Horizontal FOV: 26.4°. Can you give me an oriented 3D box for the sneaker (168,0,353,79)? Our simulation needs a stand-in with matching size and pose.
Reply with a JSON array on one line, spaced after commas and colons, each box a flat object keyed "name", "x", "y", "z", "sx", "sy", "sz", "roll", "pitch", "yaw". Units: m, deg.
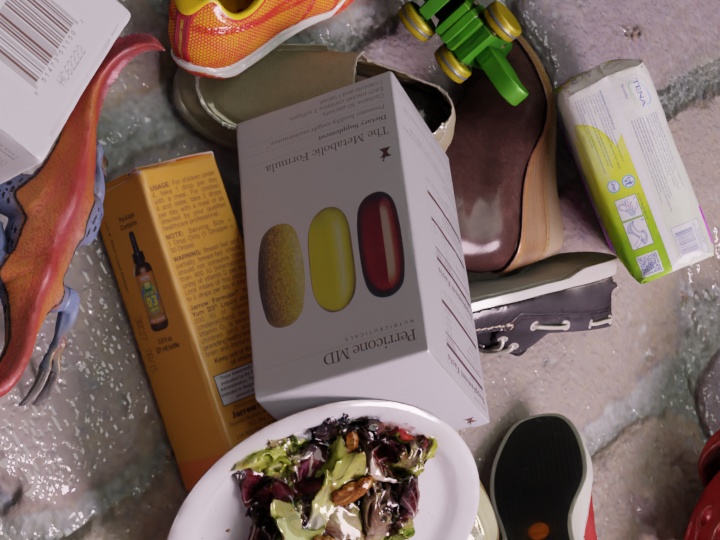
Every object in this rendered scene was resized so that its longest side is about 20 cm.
[{"name": "sneaker", "x": -0.049, "y": -0.198, "z": 1.001, "sx": 0.073, "sy": 0.077, "sz": 0.200, "roll": 26, "pitch": 47, "yaw": 16}]

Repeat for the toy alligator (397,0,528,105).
[{"name": "toy alligator", "x": 0.055, "y": -0.202, "z": 1.102, "sx": 0.200, "sy": 0.059, "sz": 0.054, "roll": 49, "pitch": 21, "yaw": -1}]

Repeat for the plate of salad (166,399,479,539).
[{"name": "plate of salad", "x": -0.018, "y": 0.163, "z": 0.913, "sx": 0.200, "sy": 0.200, "sz": 0.048, "roll": 24, "pitch": 21, "yaw": -33}]

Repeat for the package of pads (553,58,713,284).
[{"name": "package of pads", "x": 0.201, "y": -0.081, "z": 1.154, "sx": 0.200, "sy": 0.068, "sz": 0.155, "roll": -59, "pitch": 127, "yaw": -83}]

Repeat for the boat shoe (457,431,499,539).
[{"name": "boat shoe", "x": 0.026, "y": 0.120, "z": 1.022, "sx": 0.063, "sy": 0.073, "sz": 0.201, "roll": -37, "pitch": 110, "yaw": -44}]

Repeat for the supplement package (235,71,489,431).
[{"name": "supplement package", "x": 0.000, "y": 0.000, "z": 0.948, "sx": 0.110, "sy": 0.113, "sz": 0.200, "roll": 50, "pitch": 27, "yaw": -53}]

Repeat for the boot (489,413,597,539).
[{"name": "boot", "x": 0.144, "y": 0.214, "z": 1.102, "sx": 0.200, "sy": 0.072, "sz": 0.144, "roll": -87, "pitch": 161, "yaw": -45}]

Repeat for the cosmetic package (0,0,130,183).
[{"name": "cosmetic package", "x": -0.214, "y": -0.089, "z": 0.791, "sx": 0.071, "sy": 0.200, "sz": 0.102, "roll": 40, "pitch": 58, "yaw": -26}]

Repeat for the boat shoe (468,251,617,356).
[{"name": "boat shoe", "x": 0.112, "y": 0.032, "z": 1.118, "sx": 0.200, "sy": 0.074, "sz": 0.061, "roll": -15, "pitch": 105, "yaw": -40}]

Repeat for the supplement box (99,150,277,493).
[{"name": "supplement box", "x": -0.098, "y": 0.032, "z": 0.945, "sx": 0.069, "sy": 0.066, "sz": 0.201, "roll": -22, "pitch": 93, "yaw": -41}]

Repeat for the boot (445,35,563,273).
[{"name": "boot", "x": 0.064, "y": -0.095, "z": 1.111, "sx": 0.166, "sy": 0.072, "sz": 0.201, "roll": -2, "pitch": 73, "yaw": -35}]

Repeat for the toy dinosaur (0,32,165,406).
[{"name": "toy dinosaur", "x": -0.189, "y": -0.017, "z": 0.836, "sx": 0.105, "sy": 0.200, "sz": 0.182, "roll": 17, "pitch": 35, "yaw": -19}]

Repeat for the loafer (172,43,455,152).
[{"name": "loafer", "x": -0.024, "y": -0.117, "z": 1.021, "sx": 0.199, "sy": 0.068, "sz": 0.076, "roll": 5, "pitch": 71, "yaw": -20}]

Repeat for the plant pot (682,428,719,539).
[{"name": "plant pot", "x": 0.345, "y": 0.219, "z": 1.183, "sx": 0.200, "sy": 0.200, "sz": 0.183, "roll": 35, "pitch": 50, "yaw": -28}]
